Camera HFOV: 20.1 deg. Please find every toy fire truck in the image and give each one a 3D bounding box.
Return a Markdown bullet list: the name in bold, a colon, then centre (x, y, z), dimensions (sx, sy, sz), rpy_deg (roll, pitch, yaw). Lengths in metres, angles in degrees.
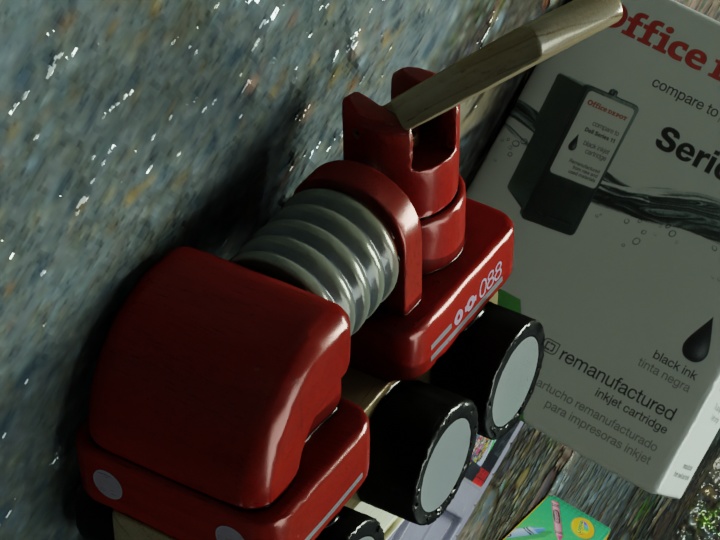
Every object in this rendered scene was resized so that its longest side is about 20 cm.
- **toy fire truck**: centre (0.000, 0.000, 0.647), dimensions (0.176, 0.128, 0.200), rpy_deg (-45, 146, -41)

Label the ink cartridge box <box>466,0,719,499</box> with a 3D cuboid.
- **ink cartridge box**: centre (0.126, -0.017, 0.926), dimensions (0.200, 0.146, 0.083), rpy_deg (-62, 163, 0)

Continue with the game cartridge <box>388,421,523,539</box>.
- **game cartridge**: centre (0.040, 0.110, 1.087), dimensions (0.130, 0.038, 0.200), rpy_deg (-55, 164, -3)

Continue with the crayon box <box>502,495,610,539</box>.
- **crayon box**: centre (0.109, 0.257, 1.502), dimensions (0.200, 0.058, 0.119), rpy_deg (-28, 144, -62)

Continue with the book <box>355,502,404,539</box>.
- **book**: centre (-0.077, 0.155, 0.727), dimensions (0.200, 0.048, 0.134), rpy_deg (-47, -179, -41)
